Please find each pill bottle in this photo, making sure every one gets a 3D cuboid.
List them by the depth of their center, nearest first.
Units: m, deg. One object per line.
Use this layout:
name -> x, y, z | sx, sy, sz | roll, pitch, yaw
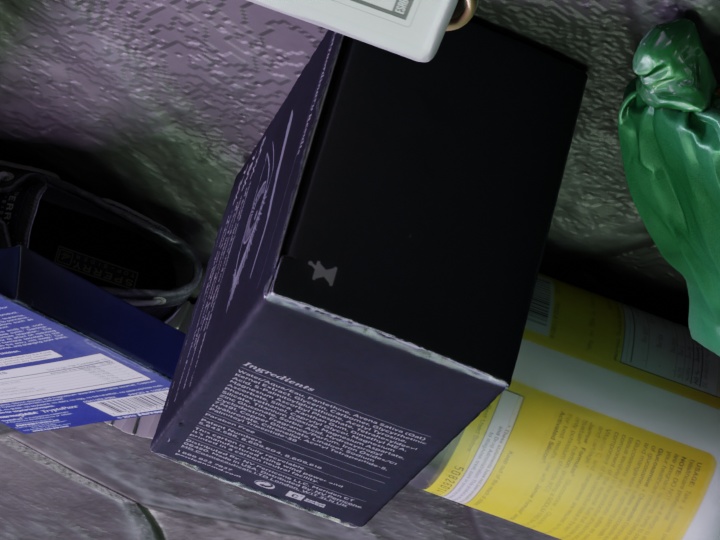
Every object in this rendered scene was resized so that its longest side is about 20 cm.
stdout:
pill bottle -> 0.118, 0.074, 1.231 | 0.199, 0.112, 0.112 | 20, 154, -7

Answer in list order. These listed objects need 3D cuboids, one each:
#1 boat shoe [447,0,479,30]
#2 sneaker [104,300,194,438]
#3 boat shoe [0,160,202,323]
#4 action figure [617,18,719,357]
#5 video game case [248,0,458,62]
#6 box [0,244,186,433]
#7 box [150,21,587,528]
boat shoe -> -0.038, -0.145, 0.912 | 0.200, 0.063, 0.073 | 24, 113, -31
sneaker -> -0.051, 0.061, 1.363 | 0.199, 0.077, 0.080 | 0, 160, 34
boat shoe -> -0.171, -0.021, 1.262 | 0.199, 0.072, 0.068 | 22, 156, -16
action figure -> 0.150, -0.022, 1.069 | 0.118, 0.055, 0.200 | 26, 155, 44
video game case -> -0.029, -0.176, 0.819 | 0.181, 0.023, 0.200 | 19, 126, -5
box -> -0.168, 0.030, 1.251 | 0.121, 0.033, 0.200 | -9, 158, 28
box -> 0.000, 0.000, 1.112 | 0.104, 0.148, 0.200 | 21, 155, -10
